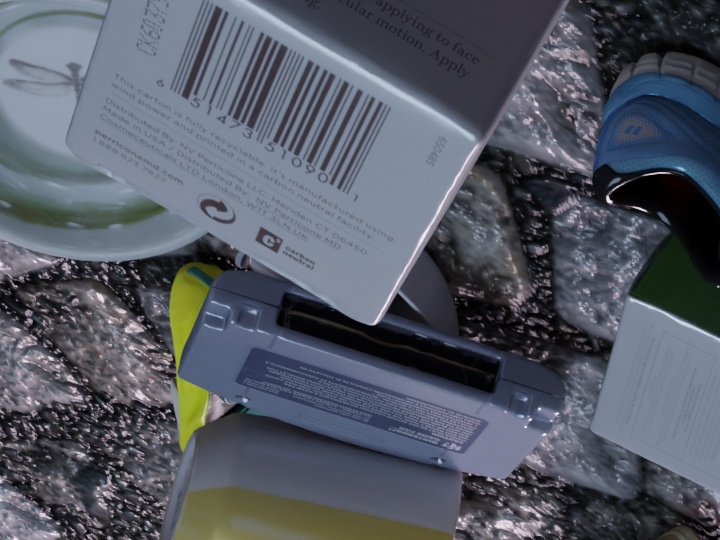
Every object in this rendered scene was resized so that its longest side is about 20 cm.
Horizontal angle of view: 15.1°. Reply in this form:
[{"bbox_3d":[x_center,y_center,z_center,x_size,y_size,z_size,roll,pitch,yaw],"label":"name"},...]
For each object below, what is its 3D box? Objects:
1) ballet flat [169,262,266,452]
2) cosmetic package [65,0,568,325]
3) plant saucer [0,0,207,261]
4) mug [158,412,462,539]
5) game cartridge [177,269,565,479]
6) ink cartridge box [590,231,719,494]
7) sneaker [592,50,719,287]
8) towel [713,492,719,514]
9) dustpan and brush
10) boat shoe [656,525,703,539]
[{"bbox_3d":[-0.087,0.067,1.647,0.067,0.067,0.200,40,151,28],"label":"ballet flat"},{"bbox_3d":[0.000,-0.122,1.176,0.165,0.200,0.165,31,147,2],"label":"cosmetic package"},{"bbox_3d":[-0.153,-0.090,1.461,0.199,0.050,0.200,6,136,6],"label":"plant saucer"},{"bbox_3d":[-0.034,0.158,1.572,0.153,0.187,0.150,17,108,-8],"label":"mug"},{"bbox_3d":[0.002,0.060,1.503,0.199,0.041,0.133,18,154,-6],"label":"game cartridge"},{"bbox_3d":[0.221,0.073,1.359,0.200,0.059,0.104,27,137,15],"label":"ink cartridge box"},{"bbox_3d":[0.193,-0.015,1.262,0.200,0.090,0.078,28,148,4],"label":"sneaker"},{"bbox_3d":[0.255,0.129,1.462,0.146,0.030,0.200,12,143,27],"label":"towel"},{"bbox_3d":[0.000,0.000,1.472,0.139,0.057,0.200,29,148,4],"label":"dustpan and brush"},{"bbox_3d":[0.164,0.213,1.599,0.072,0.065,0.200,58,157,18],"label":"boat shoe"}]
